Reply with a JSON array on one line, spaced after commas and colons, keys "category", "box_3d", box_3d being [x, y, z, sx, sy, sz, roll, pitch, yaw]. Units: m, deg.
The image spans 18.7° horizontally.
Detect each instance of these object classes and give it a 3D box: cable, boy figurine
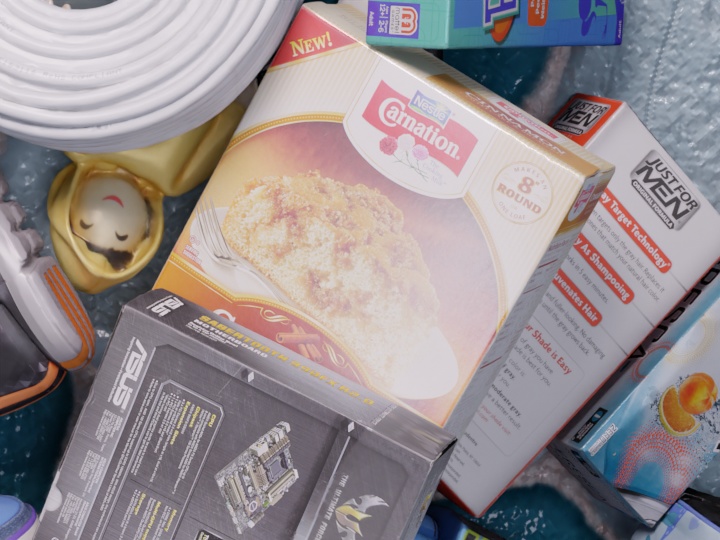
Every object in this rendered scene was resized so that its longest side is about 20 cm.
[{"category": "cable", "box_3d": [-0.121, -0.154, 0.972, 0.200, 0.069, 0.200, -33, 88, 1]}, {"category": "boy figurine", "box_3d": [-0.103, -0.086, 1.037, 0.124, 0.064, 0.201, 26, 86, -24]}]

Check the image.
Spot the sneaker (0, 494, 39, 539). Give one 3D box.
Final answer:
[{"category": "sneaker", "box_3d": [-0.250, 0.085, 1.001, 0.199, 0.081, 0.147, -9, 106, -12]}]

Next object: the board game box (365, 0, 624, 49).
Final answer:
[{"category": "board game box", "box_3d": [0.071, -0.181, 1.030, 0.200, 0.045, 0.153, -12, 107, -59]}]

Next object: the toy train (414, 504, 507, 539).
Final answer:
[{"category": "toy train", "box_3d": [0.000, 0.160, 1.105, 0.199, 0.087, 0.115, 29, 79, -19]}]

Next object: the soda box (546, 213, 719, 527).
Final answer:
[{"category": "soda box", "box_3d": [0.185, 0.036, 1.153, 0.200, 0.068, 0.064, -47, 110, -8]}]

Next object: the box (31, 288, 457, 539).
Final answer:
[{"category": "box", "box_3d": [-0.067, 0.132, 0.994, 0.158, 0.048, 0.201, 25, 104, 10]}]

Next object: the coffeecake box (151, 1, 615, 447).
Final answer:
[{"category": "coffeecake box", "box_3d": [0.000, 0.000, 1.020, 0.153, 0.073, 0.201, 32, 105, 12]}]

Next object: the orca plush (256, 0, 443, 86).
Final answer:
[{"category": "orca plush", "box_3d": [0.005, -0.099, 1.087, 0.105, 0.071, 0.201, -1, 97, 26]}]

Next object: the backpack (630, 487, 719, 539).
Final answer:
[{"category": "backpack", "box_3d": [0.214, 0.215, 1.133, 0.200, 0.183, 0.147, 36, 89, -7]}]

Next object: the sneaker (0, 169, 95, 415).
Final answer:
[{"category": "sneaker", "box_3d": [-0.216, -0.017, 1.001, 0.112, 0.078, 0.201, -30, 91, 6]}]

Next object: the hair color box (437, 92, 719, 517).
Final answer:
[{"category": "hair color box", "box_3d": [0.087, 0.016, 1.121, 0.200, 0.061, 0.102, -45, 110, -6]}]
